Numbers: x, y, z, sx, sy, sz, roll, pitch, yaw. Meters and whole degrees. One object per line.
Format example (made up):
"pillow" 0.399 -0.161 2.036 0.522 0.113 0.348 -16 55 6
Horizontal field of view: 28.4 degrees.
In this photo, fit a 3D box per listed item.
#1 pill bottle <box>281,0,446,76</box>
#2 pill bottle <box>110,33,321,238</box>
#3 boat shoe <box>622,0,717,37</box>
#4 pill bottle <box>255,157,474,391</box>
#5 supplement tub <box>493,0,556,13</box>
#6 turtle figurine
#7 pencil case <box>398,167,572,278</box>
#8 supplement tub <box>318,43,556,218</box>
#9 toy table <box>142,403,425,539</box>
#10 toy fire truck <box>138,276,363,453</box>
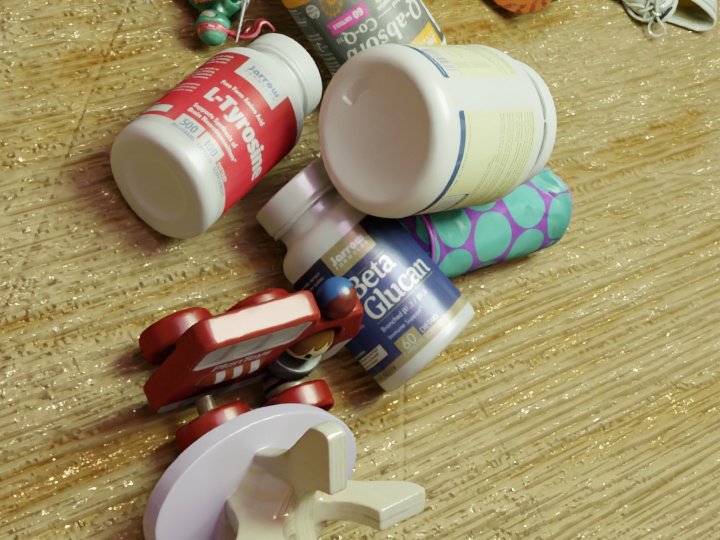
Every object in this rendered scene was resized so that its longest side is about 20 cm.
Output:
"pill bottle" 0.014 -0.229 1.382 0.201 0.115 0.117 53 48 -21
"pill bottle" -0.122 -0.127 1.273 0.112 0.112 0.200 45 51 -3
"boat shoe" 0.355 -0.325 1.703 0.200 0.074 0.087 12 62 -37
"pill bottle" 0.000 0.000 1.281 0.200 0.111 0.111 48 51 0
"supplement tub" 0.213 -0.385 1.609 0.122 0.122 0.201 41 51 -6
"turtle figurine" -0.143 -0.291 1.358 0.147 0.101 0.203 -4 70 16
"pencil case" 0.112 -0.048 1.388 0.198 0.085 0.094 -18 112 -37
"supplement tub" 0.073 -0.127 1.263 0.199 0.144 0.147 -10 70 -51
"toy table" -0.055 0.190 1.112 0.199 0.116 0.186 -30 124 -31
"toy fire truck" -0.078 0.064 1.163 0.198 0.168 0.113 -14 73 -36
